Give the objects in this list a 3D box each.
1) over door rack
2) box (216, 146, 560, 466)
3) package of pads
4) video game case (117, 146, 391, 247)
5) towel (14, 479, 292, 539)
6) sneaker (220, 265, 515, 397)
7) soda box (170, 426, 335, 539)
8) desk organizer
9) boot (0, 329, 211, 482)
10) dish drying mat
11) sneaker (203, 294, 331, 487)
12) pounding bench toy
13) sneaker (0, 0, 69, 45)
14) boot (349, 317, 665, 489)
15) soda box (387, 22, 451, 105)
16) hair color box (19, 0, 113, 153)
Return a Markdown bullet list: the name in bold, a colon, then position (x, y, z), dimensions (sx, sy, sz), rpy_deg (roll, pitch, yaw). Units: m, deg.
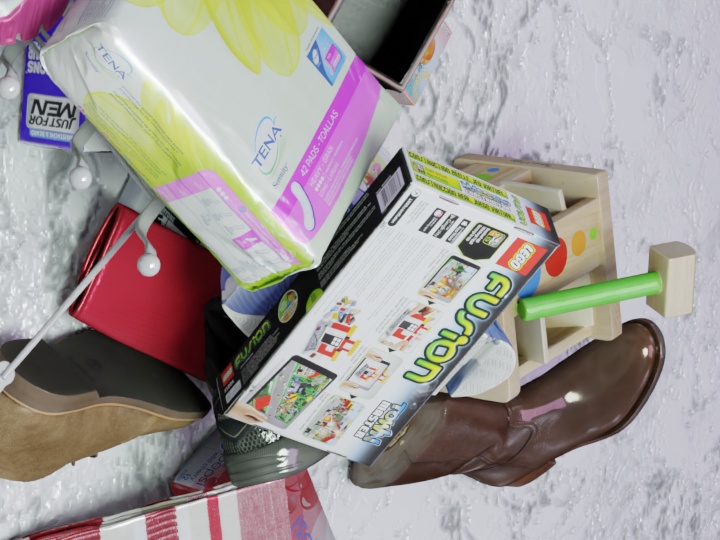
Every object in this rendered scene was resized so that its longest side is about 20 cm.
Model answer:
- **over door rack**: position (-0.188, -0.036, 1.610), dimensions (0.200, 0.067, 0.148), rpy_deg (-45, 116, -17)
- **box**: position (0.014, 0.025, 1.680), dimensions (0.110, 0.035, 0.200), rpy_deg (22, 123, -30)
- **package of pads**: position (-0.078, -0.104, 1.627), dimensions (0.200, 0.068, 0.155), rpy_deg (49, 45, -23)
- **video game case**: position (-0.069, -0.052, 1.860), dimensions (0.200, 0.022, 0.182), rpy_deg (46, 62, -45)
- **towel**: position (-0.131, 0.213, 1.774), dimensions (0.200, 0.023, 0.144), rpy_deg (-14, 110, -24)
- **sneaker**: position (0.001, 0.000, 1.762), dimensions (0.199, 0.081, 0.115), rpy_deg (20, 41, -29)
- **soda box**: position (-0.054, 0.200, 1.888), dimensions (0.063, 0.070, 0.200), rpy_deg (-46, 131, -33)
- **desk organizer**: position (-0.024, -0.102, 1.766), dimensions (0.072, 0.077, 0.200), rpy_deg (29, 90, -14)
- **boot**: position (-0.169, 0.085, 1.741), dimensions (0.200, 0.074, 0.076), rpy_deg (4, 124, -57)
- **dish drying mat**: position (-0.104, 0.026, 1.802), dimensions (0.200, 0.018, 0.077), rpy_deg (29, 83, -47)
- **sneaker**: position (-0.032, 0.053, 1.813), dimensions (0.199, 0.076, 0.114), rpy_deg (-28, 104, -53)
- **pounding bench toy**: position (0.111, 0.010, 1.957), dimensions (0.156, 0.200, 0.124), rpy_deg (-28, 119, -47)
- **sneaker**: position (-0.261, -0.162, 1.553), dimensions (0.200, 0.088, 0.081), rpy_deg (-9, 134, -32)
- **boot**: position (0.102, 0.094, 2.011), dimensions (0.186, 0.064, 0.200), rpy_deg (-46, 149, 24)
- **soda box**: position (-0.021, -0.191, 1.854), dimensions (0.200, 0.068, 0.064), rpy_deg (49, 61, -44)
- **hair color box**: position (-0.140, -0.171, 1.710), dimensions (0.109, 0.065, 0.200), rpy_deg (-2, 97, -50)
